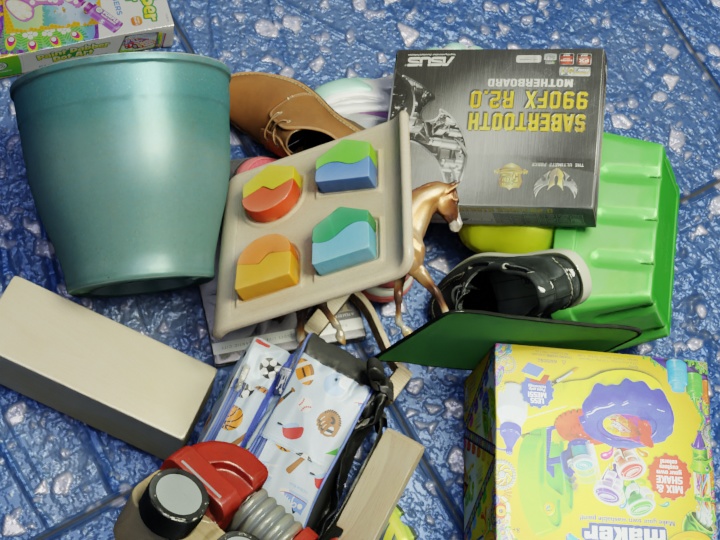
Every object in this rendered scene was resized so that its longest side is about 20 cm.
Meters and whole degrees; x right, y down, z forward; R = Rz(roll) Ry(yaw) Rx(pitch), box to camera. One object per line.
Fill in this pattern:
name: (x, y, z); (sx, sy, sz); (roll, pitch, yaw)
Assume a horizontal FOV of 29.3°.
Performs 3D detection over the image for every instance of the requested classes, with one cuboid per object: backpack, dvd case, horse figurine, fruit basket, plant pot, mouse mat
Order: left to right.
plant pot: (-0.203, -0.076, 1.229); (0.197, 0.200, 0.191); (-6, 84, -13)
dvd case: (-0.087, -0.016, 1.313); (0.147, 0.016, 0.202); (-9, 71, -14)
backpack: (-0.064, 0.158, 1.162); (0.152, 0.200, 0.192); (18, 74, 5)
horse figurine: (0.000, 0.000, 1.219); (0.197, 0.050, 0.134); (-8, 97, 7)
mouse mat: (0.128, 0.066, 1.220); (0.198, 0.161, 0.008); (8, 68, -24)
fruit basket: (0.193, -0.030, 1.314); (0.213, 0.156, 0.218); (-11, 61, 20)

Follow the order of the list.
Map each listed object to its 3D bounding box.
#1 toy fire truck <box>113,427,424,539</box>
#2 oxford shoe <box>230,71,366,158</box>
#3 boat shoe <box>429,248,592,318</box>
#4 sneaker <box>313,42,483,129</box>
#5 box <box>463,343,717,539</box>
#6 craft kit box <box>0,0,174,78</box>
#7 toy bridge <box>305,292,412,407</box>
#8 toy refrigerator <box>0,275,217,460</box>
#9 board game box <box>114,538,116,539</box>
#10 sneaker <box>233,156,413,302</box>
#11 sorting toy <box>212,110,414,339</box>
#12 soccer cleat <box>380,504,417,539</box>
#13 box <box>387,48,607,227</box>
toy fire truck: (-0.058, 0.187, 1.031); (0.176, 0.129, 0.200); (41, 38, 12)
oxford shoe: (-0.068, -0.138, 1.307); (0.199, 0.072, 0.071); (28, 19, 26)
boat shoe: (0.116, 0.027, 1.235); (0.066, 0.198, 0.075); (-24, 100, -37)
sneaker: (0.055, -0.135, 1.360); (0.198, 0.078, 0.141); (-20, 75, -7)
box: (0.201, 0.182, 1.231); (0.197, 0.122, 0.195); (5, 69, -8)
craft kit box: (-0.305, -0.300, 1.372); (0.195, 0.049, 0.202); (-14, 72, -18)
toy bridge: (-0.032, 0.038, 1.279); (0.199, 0.027, 0.067); (39, 68, 4)
toy refrigerator: (-0.234, 0.090, 1.217); (0.198, 0.070, 0.076); (25, 59, -1)
board game box: (-0.120, 0.294, 1.099); (0.199, 0.166, 0.057); (30, 48, 3)
sneaker: (-0.027, -0.055, 1.284); (0.199, 0.087, 0.074); (33, 65, 3)
sorting toy: (-0.045, -0.045, 1.187); (0.198, 0.037, 0.187); (-21, 44, 21)
soccer cleat: (0.018, 0.293, 1.184); (0.083, 0.065, 0.202); (-7, 70, -11)
box: (0.123, -0.123, 1.266); (0.197, 0.048, 0.160); (3, 70, 15)
